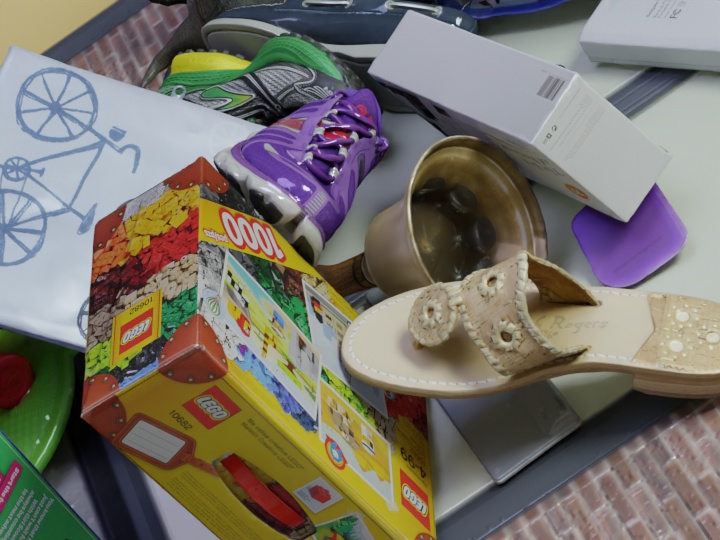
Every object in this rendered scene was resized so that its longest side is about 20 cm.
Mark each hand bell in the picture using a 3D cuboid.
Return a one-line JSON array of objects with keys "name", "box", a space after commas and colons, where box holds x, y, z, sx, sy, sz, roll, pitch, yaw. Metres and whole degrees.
[{"name": "hand bell", "box": [0.000, 0.000, 1.462, 0.200, 0.104, 0.104, -19, 37, 46]}]

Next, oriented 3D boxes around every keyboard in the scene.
[{"name": "keyboard", "box": [0.059, 0.047, 1.423, 0.056, 0.011, 0.200, -41, 36, 4]}]

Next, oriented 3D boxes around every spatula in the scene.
[{"name": "spatula", "box": [0.133, -0.061, 1.467, 0.056, 0.021, 0.200, -38, 34, 14]}]

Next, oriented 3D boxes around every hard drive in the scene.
[{"name": "hard drive", "box": [0.237, -0.168, 1.496, 0.199, 0.026, 0.132, 9, 56, 44]}]

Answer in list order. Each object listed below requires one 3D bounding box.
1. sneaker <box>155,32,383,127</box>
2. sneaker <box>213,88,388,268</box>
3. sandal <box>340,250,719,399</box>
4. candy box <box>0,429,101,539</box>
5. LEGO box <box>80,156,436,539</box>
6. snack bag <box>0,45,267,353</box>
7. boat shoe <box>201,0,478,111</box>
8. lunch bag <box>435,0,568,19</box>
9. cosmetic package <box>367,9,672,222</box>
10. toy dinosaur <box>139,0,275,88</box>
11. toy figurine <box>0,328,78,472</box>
[{"name": "sneaker", "box": [-0.065, -0.091, 1.624, 0.199, 0.078, 0.085, -5, 46, 48]}, {"name": "sneaker", "box": [-0.026, -0.066, 1.435, 0.083, 0.081, 0.200, -41, 10, 14]}, {"name": "sandal", "box": [0.094, 0.017, 1.303, 0.210, 0.070, 0.078, 3, 48, 7]}, {"name": "candy box", "box": [-0.243, 0.131, 1.414, 0.169, 0.200, 0.077, 4, 54, 43]}, {"name": "LEGO box", "box": [-0.050, 0.065, 1.325, 0.077, 0.200, 0.149, -30, 36, 21]}, {"name": "snack bag", "box": [-0.143, -0.032, 1.513, 0.199, 0.021, 0.189, 16, 59, 1]}, {"name": "boat shoe", "box": [-0.014, -0.148, 1.638, 0.199, 0.075, 0.062, 7, 56, 42]}, {"name": "lunch bag", "box": [0.128, -0.257, 1.591, 0.200, 0.124, 0.170, -35, 22, 51]}, {"name": "cosmetic package", "box": [0.086, -0.089, 1.459, 0.051, 0.082, 0.200, -57, 30, -2]}, {"name": "toy dinosaur", "box": [-0.089, -0.204, 1.756, 0.102, 0.077, 0.200, 34, 87, 19]}, {"name": "toy figurine", "box": [-0.269, 0.032, 1.524, 0.200, 0.184, 0.150, -55, 40, -4]}]
